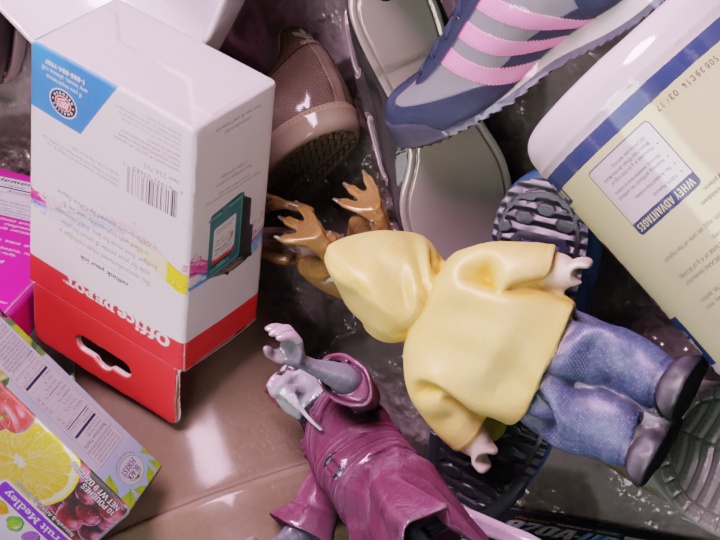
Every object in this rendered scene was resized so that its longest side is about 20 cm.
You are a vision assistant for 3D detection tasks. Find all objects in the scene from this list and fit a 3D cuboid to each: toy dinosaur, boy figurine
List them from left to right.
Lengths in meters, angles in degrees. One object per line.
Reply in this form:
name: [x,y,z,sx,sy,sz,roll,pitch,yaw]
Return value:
toy dinosaur: [0.000,0.000,1.178,0.200,0.060,0.106,30,157,22]
boy figurine: [0.070,0.041,1.079,0.199,0.064,0.125,24,106,17]

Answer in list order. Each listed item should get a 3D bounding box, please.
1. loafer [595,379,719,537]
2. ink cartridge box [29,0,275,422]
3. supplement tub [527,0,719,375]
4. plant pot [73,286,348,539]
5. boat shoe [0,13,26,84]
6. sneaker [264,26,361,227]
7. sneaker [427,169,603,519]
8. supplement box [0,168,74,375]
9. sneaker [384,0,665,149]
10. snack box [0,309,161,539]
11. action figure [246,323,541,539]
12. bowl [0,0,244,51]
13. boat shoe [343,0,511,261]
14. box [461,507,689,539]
loafer: [0.182,0.095,1.114,0.200,0.070,0.075,29,91,47]
ink cartridge box: [-0.116,-0.029,1.145,0.116,0.067,0.201,29,133,26]
supplement tub: [0.195,-0.034,1.028,0.200,0.145,0.145,49,126,5]
plant pot: [-0.088,0.097,1.244,0.200,0.200,0.175,-27,77,36]
boat shoe: [-0.235,-0.198,1.267,0.071,0.061,0.202,17,118,24]
sneaker: [-0.074,-0.066,1.237,0.200,0.070,0.076,-33,66,38]
sneaker: [0.090,0.040,1.146,0.066,0.078,0.201,18,103,16]
supplement box: [-0.226,0.026,1.262,0.103,0.200,0.102,13,117,11]
sneaker: [0.071,-0.135,1.060,0.200,0.070,0.082,-33,110,35]
snack box: [-0.226,0.125,1.163,0.142,0.053,0.200,46,118,-6]
action figure: [0.013,0.104,1.097,0.200,0.148,0.134,55,136,43]
bowl: [-0.130,-0.202,1.147,0.200,0.075,0.200,44,139,10]
boat shoe: [0.038,-0.080,1.167,0.067,0.057,0.201,-18,107,-2]
box: [0.099,0.195,1.173,0.199,0.159,0.046,7,117,28]
